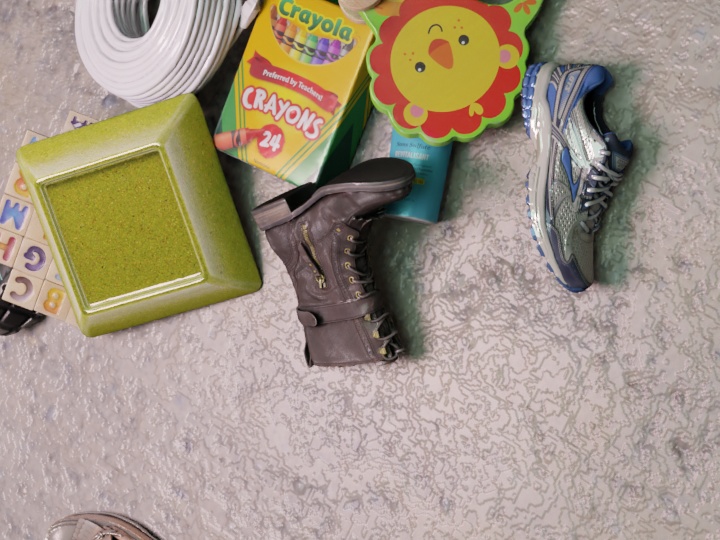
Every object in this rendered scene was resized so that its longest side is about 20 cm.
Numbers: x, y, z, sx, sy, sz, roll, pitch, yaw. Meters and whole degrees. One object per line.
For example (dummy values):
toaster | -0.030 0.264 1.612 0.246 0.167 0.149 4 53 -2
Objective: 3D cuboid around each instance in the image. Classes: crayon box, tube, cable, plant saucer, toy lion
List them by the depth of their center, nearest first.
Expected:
toy lion | 0.083 -0.217 1.515 0.200 0.069 0.192 -38 85 -1
tube | 0.060 -0.144 1.556 0.077 0.050 0.202 8 88 17
crayon box | -0.047 -0.184 1.609 0.126 0.051 0.201 25 99 27
plant saucer | -0.219 -0.044 1.644 0.199 0.048 0.201 -15 102 18
cable | -0.195 -0.254 1.659 0.200 0.069 0.201 47 116 36

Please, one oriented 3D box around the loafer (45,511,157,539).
loafer | -0.232 0.283 1.681 0.199 0.063 0.072 15 96 28

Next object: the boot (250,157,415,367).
boot | 0.000 0.000 1.544 0.199 0.069 0.175 -15 102 44

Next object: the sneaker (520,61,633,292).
sneaker | 0.187 -0.083 1.467 0.085 0.077 0.202 -7 85 23

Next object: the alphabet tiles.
alphabet tiles | -0.271 -0.046 1.697 0.165 0.006 0.201 21 99 -7

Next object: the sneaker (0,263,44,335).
sneaker | -0.330 -0.027 1.752 0.079 0.075 0.201 38 99 38
